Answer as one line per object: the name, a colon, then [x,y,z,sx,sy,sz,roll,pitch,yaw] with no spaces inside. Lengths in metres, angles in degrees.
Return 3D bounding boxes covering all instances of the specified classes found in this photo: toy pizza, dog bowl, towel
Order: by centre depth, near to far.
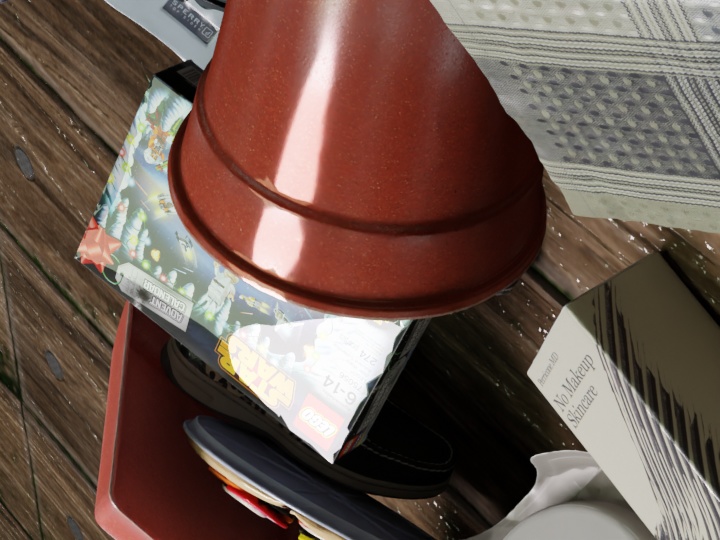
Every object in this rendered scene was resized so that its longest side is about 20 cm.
towel: [0.142,-0.073,0.884,0.200,0.035,0.193,8,154,33]
dog bowl: [0.126,0.201,1.183,0.200,0.059,0.200,-15,68,44]
toy pizza: [-0.024,0.148,1.309,0.200,0.032,0.200,29,-179,-1]

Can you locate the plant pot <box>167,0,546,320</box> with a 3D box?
plant pot: [0.014,-0.114,1.056,0.201,0.201,0.195,45,141,31]

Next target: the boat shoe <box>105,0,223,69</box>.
boat shoe: [-0.079,-0.153,1.319,0.200,0.091,0.071,44,113,-11]

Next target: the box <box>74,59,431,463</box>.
box: [-0.056,-0.005,1.203,0.200,0.040,0.137,37,124,15]

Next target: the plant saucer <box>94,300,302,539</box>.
plant saucer: [-0.098,0.140,1.355,0.200,0.037,0.200,46,-155,-30]

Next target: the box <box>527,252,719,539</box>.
box: [0.176,0.096,1.083,0.200,0.068,0.082,51,152,20]

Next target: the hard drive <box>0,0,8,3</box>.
hard drive: [-0.182,-0.240,1.267,0.042,0.200,0.135,20,125,10]

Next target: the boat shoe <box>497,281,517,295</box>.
boat shoe: [0.000,0.000,1.236,0.200,0.071,0.063,6,98,24]

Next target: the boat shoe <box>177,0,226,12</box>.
boat shoe: [-0.075,-0.172,1.201,0.199,0.075,0.066,16,144,1]

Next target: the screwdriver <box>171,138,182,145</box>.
screwdriver: [-0.004,-0.053,1.158,0.028,0.200,0.029,132,150,-61]

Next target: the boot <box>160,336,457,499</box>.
boot: [-0.006,0.046,1.343,0.204,0.073,0.154,27,116,-8]
